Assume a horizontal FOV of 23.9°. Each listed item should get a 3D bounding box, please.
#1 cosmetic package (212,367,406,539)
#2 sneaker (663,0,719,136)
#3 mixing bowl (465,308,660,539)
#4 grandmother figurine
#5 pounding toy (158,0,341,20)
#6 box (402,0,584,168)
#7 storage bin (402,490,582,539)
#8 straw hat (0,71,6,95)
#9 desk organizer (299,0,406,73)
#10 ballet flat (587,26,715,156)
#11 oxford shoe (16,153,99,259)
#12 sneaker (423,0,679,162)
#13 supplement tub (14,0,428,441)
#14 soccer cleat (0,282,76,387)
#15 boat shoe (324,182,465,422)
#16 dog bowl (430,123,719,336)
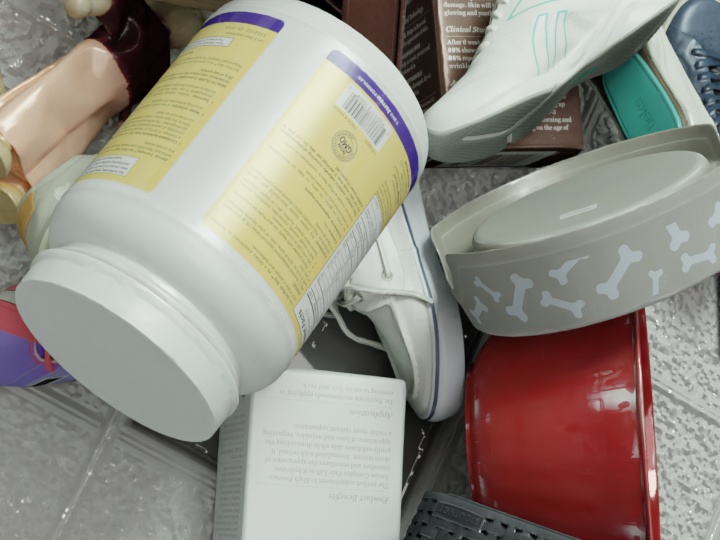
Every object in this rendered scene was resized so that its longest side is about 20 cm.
[{"bbox_3d":[-0.033,0.160,1.004,0.101,0.074,0.202,7,81,-19],"label":"cosmetic package"},{"bbox_3d":[0.241,-0.094,1.142,0.074,0.084,0.202,6,80,-20],"label":"sneaker"},{"bbox_3d":[0.123,0.101,1.029,0.108,0.200,0.202,-4,82,12],"label":"mixing bowl"},{"bbox_3d":[-0.151,-0.117,0.996,0.060,0.122,0.200,30,55,21],"label":"grandmother figurine"},{"bbox_3d":[-0.049,-0.238,0.979,0.199,0.185,0.143,9,48,-17],"label":"pounding toy"},{"bbox_3d":[0.077,-0.168,1.097,0.099,0.075,0.202,-2,84,-21],"label":"box"},{"bbox_3d":[0.103,0.218,0.970,0.094,0.135,0.200,-62,144,-18],"label":"storage bin"},{"bbox_3d":[-0.284,-0.096,0.937,0.200,0.085,0.203,3,80,-20],"label":"straw hat"},{"bbox_3d":[-0.014,-0.178,0.889,0.076,0.201,0.072,-1,50,-4],"label":"desk organizer"},{"bbox_3d":[0.180,-0.143,1.124,0.069,0.070,0.201,-9,60,-22],"label":"ballet flat"},{"bbox_3d":[-0.119,-0.050,0.989,0.058,0.076,0.200,31,38,29],"label":"oxford shoe"},{"bbox_3d":[0.101,-0.136,1.035,0.200,0.070,0.080,-36,80,-25],"label":"sneaker"},{"bbox_3d":[-0.070,-0.028,0.884,0.145,0.145,0.200,41,64,-11],"label":"supplement tub"},{"bbox_3d":[-0.128,0.035,0.961,0.198,0.077,0.067,-6,110,-9],"label":"soccer cleat"},{"bbox_3d":[0.001,-0.002,1.040,0.086,0.075,0.203,-11,83,-23],"label":"boat shoe"},{"bbox_3d":[0.138,-0.023,0.987,0.199,0.200,0.059,-26,103,-23],"label":"dog bowl"}]
